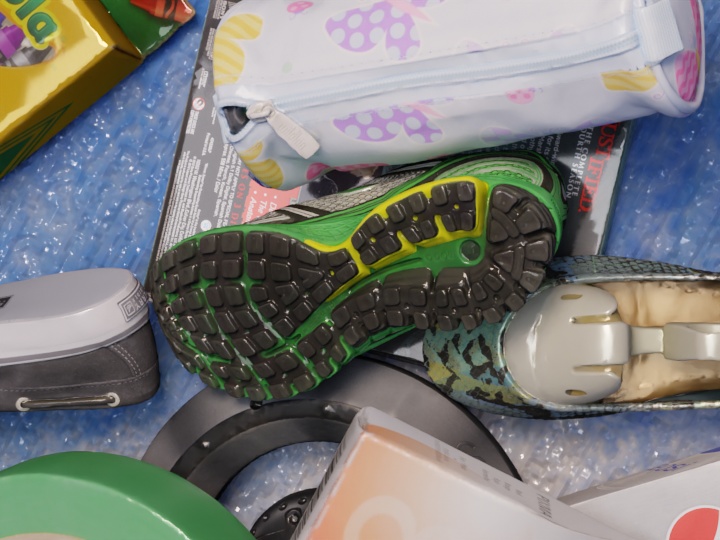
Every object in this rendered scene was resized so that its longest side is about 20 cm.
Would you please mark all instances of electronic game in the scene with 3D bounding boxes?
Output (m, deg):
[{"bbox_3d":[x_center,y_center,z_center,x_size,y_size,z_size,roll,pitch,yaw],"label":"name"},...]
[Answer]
[{"bbox_3d":[-0.015,0.135,0.970,0.200,0.042,0.200,1,94,18],"label":"electronic game"}]

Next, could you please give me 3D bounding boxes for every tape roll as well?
[{"bbox_3d":[-0.122,0.182,0.962,0.200,0.048,0.201,3,99,18],"label":"tape roll"}]

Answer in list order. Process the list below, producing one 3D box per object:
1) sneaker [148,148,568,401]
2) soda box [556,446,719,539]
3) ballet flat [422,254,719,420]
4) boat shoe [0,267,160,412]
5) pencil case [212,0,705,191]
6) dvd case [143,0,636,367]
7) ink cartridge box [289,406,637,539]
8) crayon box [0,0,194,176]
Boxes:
[{"bbox_3d":[0.000,0.000,0.938,0.200,0.085,0.078,-12,105,25],"label":"sneaker"},{"bbox_3d":[0.181,0.101,0.919,0.200,0.063,0.068,-19,87,11],"label":"soda box"},{"bbox_3d":[0.125,0.027,0.917,0.200,0.074,0.074,-4,88,3],"label":"ballet flat"},{"bbox_3d":[-0.181,0.046,0.998,0.200,0.070,0.066,-10,113,18],"label":"boat shoe"},{"bbox_3d":[0.039,-0.087,0.885,0.200,0.091,0.083,-9,89,24],"label":"pencil case"},{"bbox_3d":[0.013,-0.035,0.979,0.200,0.022,0.146,13,92,12],"label":"dvd case"},{"bbox_3d":[0.052,0.170,0.879,0.200,0.050,0.162,27,101,-1],"label":"ink cartridge box"},{"bbox_3d":[-0.192,-0.106,1.000,0.200,0.051,0.127,-39,82,8],"label":"crayon box"}]
